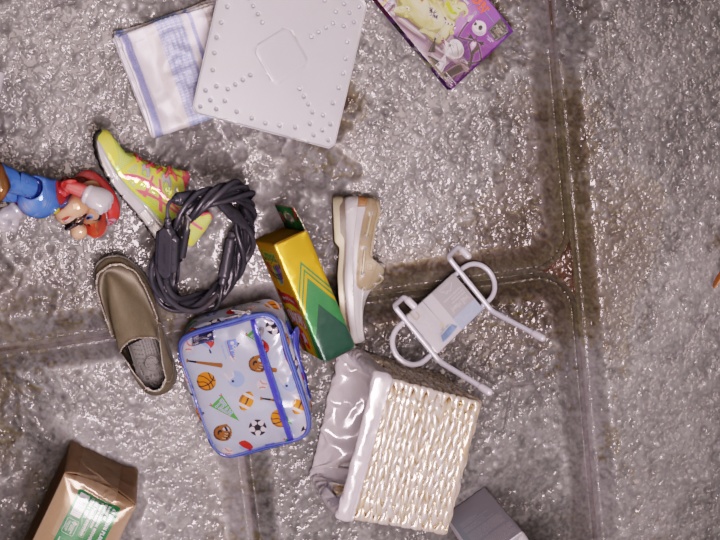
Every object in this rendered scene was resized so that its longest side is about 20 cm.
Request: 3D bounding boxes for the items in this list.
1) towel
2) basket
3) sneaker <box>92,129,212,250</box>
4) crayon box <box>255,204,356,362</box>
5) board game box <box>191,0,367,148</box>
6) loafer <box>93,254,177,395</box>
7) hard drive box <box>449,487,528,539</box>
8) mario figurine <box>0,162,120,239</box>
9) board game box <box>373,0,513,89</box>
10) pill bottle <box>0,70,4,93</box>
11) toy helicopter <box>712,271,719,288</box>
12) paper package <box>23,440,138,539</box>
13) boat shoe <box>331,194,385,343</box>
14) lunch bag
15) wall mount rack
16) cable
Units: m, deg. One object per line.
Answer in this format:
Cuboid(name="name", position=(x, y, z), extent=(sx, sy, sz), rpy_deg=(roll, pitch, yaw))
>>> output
Cuboid(name="towel", position=(-0.210, -0.273, 1.711), extent=(0.198, 0.024, 0.148), rpy_deg=(-20, 101, -7))
Cuboid(name="basket", position=(0.042, 0.222, 1.730), extent=(0.159, 0.198, 0.202), rpy_deg=(12, 94, -15))
Cuboid(name="sneaker", position=(-0.270, -0.113, 1.699), extent=(0.090, 0.078, 0.201), rpy_deg=(-40, 113, -3))
Cuboid(name="crayon box", position=(-0.080, 0.015, 1.716), extent=(0.050, 0.127, 0.202), rpy_deg=(-25, 99, -12))
Cuboid(name="board game box", position=(-0.107, -0.281, 1.709), extent=(0.198, 0.026, 0.202), rpy_deg=(13, 92, -20))
Cuboid(name="loafer", position=(-0.292, 0.074, 1.717), extent=(0.075, 0.070, 0.202), rpy_deg=(-25, 100, -5))
Cuboid(name="hard drive box", position=(0.204, 0.404, 1.775), extent=(0.076, 0.200, 0.157), rpy_deg=(-33, 100, -3))
Cuboid(name="mario figurine", position=(-0.389, -0.076, 1.637), extent=(0.199, 0.123, 0.107), rpy_deg=(8, 107, -44))
Cuboid(name="board game box", position=(0.099, -0.358, 1.751), extent=(0.120, 0.032, 0.200), rpy_deg=(-44, 101, -6))
Cuboid(name="pill bottle", position=(-0.518, -0.164, 1.627), extent=(0.113, 0.114, 0.202), rpy_deg=(16, 94, -11))
Cuboid(name="toy helicopter", position=(0.578, -0.031, 1.859), extent=(0.131, 0.079, 0.203), rpy_deg=(8, 85, -1))
Cuboid(name="paper package", position=(-0.372, 0.345, 1.676), extent=(0.103, 0.191, 0.202), rpy_deg=(26, 91, -12))
Cuboid(name="boat shoe", position=(0.000, 0.000, 1.754), extent=(0.067, 0.075, 0.203), rpy_deg=(-3, 97, -3))
Cuboid(name="lunch bag", position=(-0.147, 0.140, 1.730), extent=(0.158, 0.076, 0.202), rpy_deg=(-14, 107, 8))
Cuboid(name="wall mount rack", position=(0.142, 0.071, 1.748), extent=(0.200, 0.075, 0.174), rpy_deg=(-41, 89, -26))
Cuboid(name="cable", position=(-0.202, -0.029, 1.698), extent=(0.162, 0.051, 0.202), rpy_deg=(-29, 138, -38))
